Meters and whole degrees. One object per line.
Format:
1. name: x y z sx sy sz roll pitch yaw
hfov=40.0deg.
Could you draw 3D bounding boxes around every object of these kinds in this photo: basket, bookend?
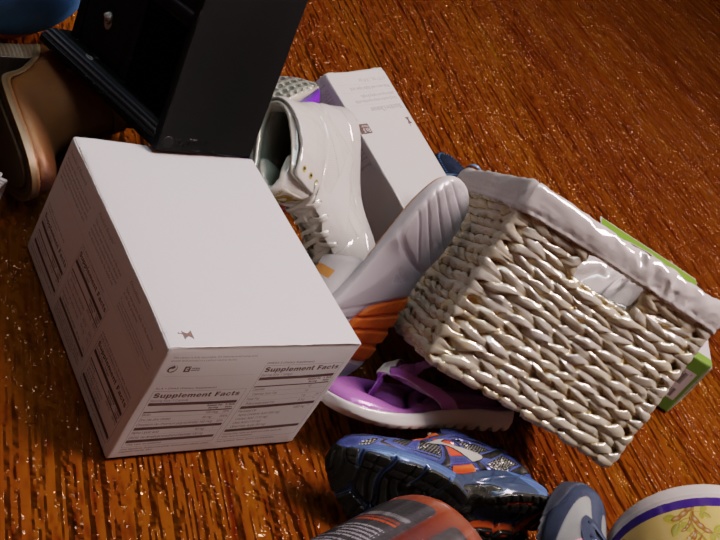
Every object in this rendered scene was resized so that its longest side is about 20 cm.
1. basket: 0.148 0.033 0.818 0.198 0.161 0.200 31 1 -13
2. bookend: -0.141 -0.223 0.765 0.092 0.201 0.199 -2 35 -47

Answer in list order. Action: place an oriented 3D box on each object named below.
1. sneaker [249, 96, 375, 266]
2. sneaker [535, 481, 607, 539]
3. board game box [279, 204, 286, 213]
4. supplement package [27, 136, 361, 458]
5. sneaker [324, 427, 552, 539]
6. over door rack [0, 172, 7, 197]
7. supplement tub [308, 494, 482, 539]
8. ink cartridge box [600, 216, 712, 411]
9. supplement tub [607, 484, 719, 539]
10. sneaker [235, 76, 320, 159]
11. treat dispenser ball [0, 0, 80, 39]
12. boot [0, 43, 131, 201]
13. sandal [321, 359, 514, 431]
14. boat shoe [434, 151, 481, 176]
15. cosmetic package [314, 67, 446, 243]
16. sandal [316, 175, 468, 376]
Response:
1. sneaker: -0.046 -0.045 0.824 0.115 0.073 0.201 1 80 -58
2. sneaker: 0.164 0.229 0.680 0.070 0.082 0.200 44 41 -26
3. board game box: -0.102 -0.157 0.952 0.201 0.019 0.103 62 23 -10
4. supplement package: -0.124 0.016 0.710 0.155 0.111 0.200 3 44 -41
5. sneaker: 0.053 0.155 0.739 0.200 0.075 0.079 22 24 -35
6. over door rack: -0.325 -0.050 0.637 0.147 0.067 0.200 26 12 -14
7. supplement tub: -0.015 0.205 0.561 0.200 0.107 0.107 -10 53 -50
8. ink cartridge box: 0.308 0.043 1.114 0.148 0.076 0.200 32 30 -3
9. supplement tub: 0.251 0.267 0.688 0.145 0.146 0.200 27 32 -12
10. sneaker: -0.106 -0.094 0.871 0.069 0.100 0.200 19 48 37
11. treat dispenser ball: -0.325 -0.307 0.871 0.200 0.201 0.201 24 33 -17
12. boot: -0.229 -0.130 0.825 0.154 0.074 0.200 0 43 -30
13. sandal: 0.046 0.094 0.798 0.202 0.050 0.082 11 6 -43
14. boat shoe: 0.149 -0.071 1.124 0.084 0.069 0.200 -4 48 -46
15. cosmetic package: 0.019 -0.092 0.971 0.200 0.081 0.113 57 34 6
16. sandal: 0.005 0.003 0.787 0.059 0.207 0.079 41 2 40
